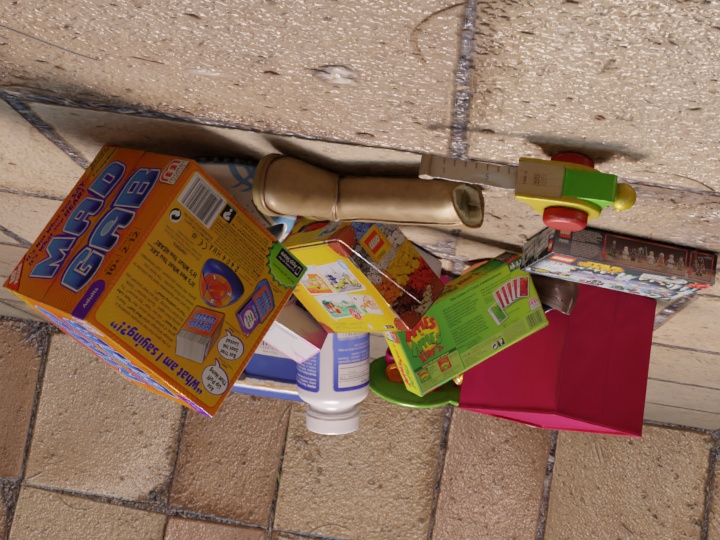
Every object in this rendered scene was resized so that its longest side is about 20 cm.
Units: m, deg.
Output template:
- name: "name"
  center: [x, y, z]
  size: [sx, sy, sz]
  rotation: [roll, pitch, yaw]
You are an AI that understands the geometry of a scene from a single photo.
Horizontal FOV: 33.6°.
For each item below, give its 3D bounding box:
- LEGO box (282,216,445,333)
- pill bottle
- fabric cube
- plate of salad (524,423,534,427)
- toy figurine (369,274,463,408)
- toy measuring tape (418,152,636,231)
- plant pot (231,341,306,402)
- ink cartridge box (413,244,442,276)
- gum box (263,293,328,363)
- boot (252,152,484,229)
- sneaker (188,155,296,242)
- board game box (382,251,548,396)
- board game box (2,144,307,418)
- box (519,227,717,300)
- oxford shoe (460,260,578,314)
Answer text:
- name: "LEGO box"
  center: [-0.014, -0.001, 1.480]
  size: [0.149, 0.077, 0.200]
  rotation: [51, 153, -19]
- name: "pill bottle"
  center: [-0.041, 0.137, 1.784]
  size: [0.111, 0.201, 0.112]
  rotation: [1, -168, 0]
- name: "fabric cube"
  center: [0.285, 0.121, 1.711]
  size: [0.199, 0.201, 0.196]
  rotation: [18, 166, -39]
- name: "plate of salad"
  center: [0.258, 0.145, 1.864]
  size: [0.048, 0.201, 0.199]
  rotation: [-14, 157, 40]
- name: "toy figurine"
  center: [0.115, 0.096, 1.795]
  size: [0.199, 0.185, 0.150]
  rotation: [13, -154, 10]
- name: "toy measuring tape"
  center: [0.155, -0.077, 1.109]
  size: [0.199, 0.074, 0.074]
  rotation: [8, 170, 10]
- name: "plant pot"
  center: [-0.136, 0.105, 1.914]
  size: [0.199, 0.201, 0.180]
  rotation: [9, -174, -7]
- name: "ink cartridge box"
  center: [0.000, 0.000, 1.684]
  size: [0.199, 0.068, 0.116]
  rotation: [4, 168, 29]
- name: "gum box"
  center: [-0.127, 0.019, 1.587]
  size: [0.199, 0.114, 0.066]
  rotation: [34, 146, -16]
- name: "boot"
  center: [0.010, -0.082, 1.249]
  size: [0.199, 0.067, 0.175]
  rotation: [6, -179, 26]
- name: "sneaker"
  center: [-0.130, -0.081, 1.351]
  size: [0.071, 0.073, 0.200]
  rotation: [6, 168, 28]
- name: "board game box"
  center: [0.133, 0.066, 1.522]
  size: [0.199, 0.102, 0.048]
  rotation: [-28, -166, -16]
- name: "board game box"
  center: [-0.225, 0.008, 1.318]
  size: [0.199, 0.200, 0.200]
  rotation: [14, 156, 48]
- name: "box"
  center: [0.305, -0.008, 1.428]
  size: [0.199, 0.040, 0.137]
  rotation: [11, 169, -6]
- name: "oxford shoe"
  center: [0.210, 0.028, 1.621]
  size: [0.071, 0.073, 0.199]
  rotation: [16, 169, -38]
